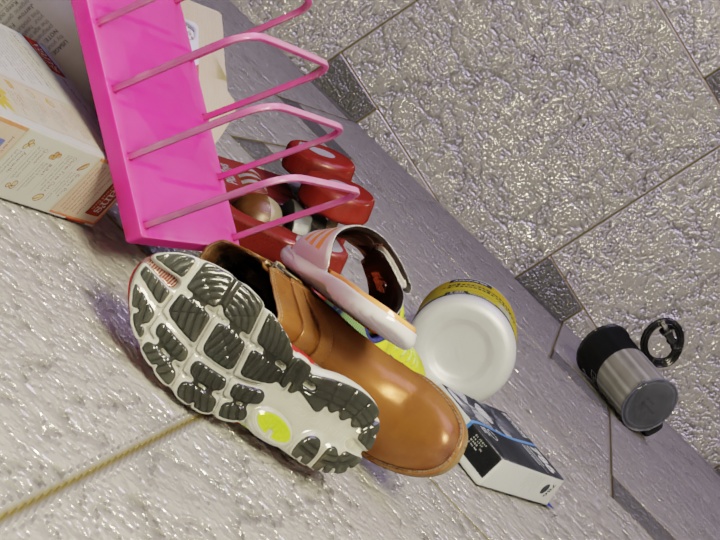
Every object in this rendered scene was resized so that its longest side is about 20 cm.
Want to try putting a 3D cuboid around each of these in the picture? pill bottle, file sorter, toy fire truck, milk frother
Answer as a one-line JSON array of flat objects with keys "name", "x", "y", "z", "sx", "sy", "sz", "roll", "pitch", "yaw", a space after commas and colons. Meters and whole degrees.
[{"name": "pill bottle", "x": 0.108, "y": 0.068, "z": 1.387, "sx": 0.112, "sy": 0.112, "sz": 0.200, "roll": 44, "pitch": 9, "yaw": 0}, {"name": "file sorter", "x": -0.094, "y": -0.128, "z": 0.894, "sx": 0.139, "sy": 0.125, "sz": 0.201, "roll": 6, "pitch": 68, "yaw": -68}, {"name": "pill bottle", "x": -0.220, "y": -0.182, "z": 0.990, "sx": 0.200, "sy": 0.114, "sz": 0.114, "roll": 47, "pitch": 8, "yaw": -15}, {"name": "toy fire truck", "x": -0.090, "y": -0.051, "z": 1.142, "sx": 0.167, "sy": 0.113, "sz": 0.200, "roll": 15, "pitch": 19, "yaw": -19}, {"name": "milk frother", "x": 0.545, "y": 0.187, "z": 2.485, "sx": 0.180, "sy": 0.200, "sz": 0.188, "roll": 42, "pitch": 9, "yaw": -36}]

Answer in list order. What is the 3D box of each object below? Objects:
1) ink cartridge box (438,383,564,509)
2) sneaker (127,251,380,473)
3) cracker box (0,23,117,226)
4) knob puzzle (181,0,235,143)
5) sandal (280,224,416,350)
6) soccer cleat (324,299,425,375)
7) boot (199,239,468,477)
[{"name": "ink cartridge box", "x": 0.135, "y": 0.173, "z": 1.278, "sx": 0.100, "sy": 0.039, "sz": 0.200, "roll": 49, "pitch": 10, "yaw": 30}, {"name": "sneaker", "x": -0.077, "y": 0.060, "z": 0.821, "sx": 0.200, "sy": 0.077, "sz": 0.085, "roll": 44, "pitch": -11, "yaw": -30}, {"name": "cracker box", "x": -0.240, "y": -0.108, "z": 0.829, "sx": 0.134, "sy": 0.058, "sz": 0.200, "roll": 50, "pitch": 11, "yaw": 21}, {"name": "knob puzzle", "x": -0.195, "y": -0.156, "z": 1.101, "sx": 0.219, "sy": 0.030, "sz": 0.221, "roll": 20, "pitch": 54, "yaw": -31}, {"name": "sandal", "x": 0.006, "y": 0.005, "z": 0.932, "sx": 0.079, "sy": 0.059, "sz": 0.207, "roll": 39, "pitch": -3, "yaw": -22}, {"name": "soccer cleat", "x": 0.019, "y": 0.063, "z": 1.111, "sx": 0.065, "sy": 0.084, "sz": 0.200, "roll": 48, "pitch": 10, "yaw": 27}, {"name": "boot", "x": -0.020, "y": 0.057, "z": 0.919, "sx": 0.200, "sy": 0.077, "sz": 0.155, "roll": 44, "pitch": -3, "yaw": 31}]
